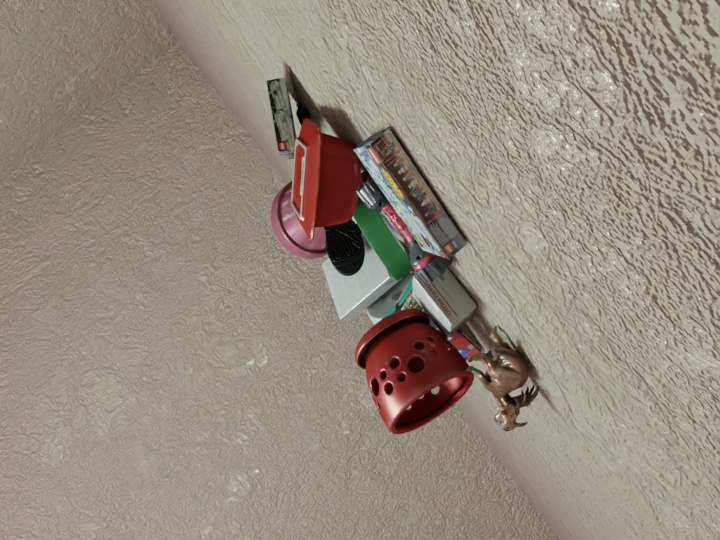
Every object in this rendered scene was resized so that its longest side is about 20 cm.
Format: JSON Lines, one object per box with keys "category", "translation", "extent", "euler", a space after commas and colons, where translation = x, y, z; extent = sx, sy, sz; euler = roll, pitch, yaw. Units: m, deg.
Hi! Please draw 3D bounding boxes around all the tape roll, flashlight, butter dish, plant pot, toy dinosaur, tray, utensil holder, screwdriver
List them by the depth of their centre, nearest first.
{"category": "flashlight", "translation": [0.071, -0.072, 1.054], "extent": [0.201, 0.068, 0.068], "euler": [49, -150, -7]}
{"category": "toy dinosaur", "translation": [0.262, 0.186, 1.098], "extent": [0.135, 0.086, 0.202], "euler": [39, 154, 24]}
{"category": "butter dish", "translation": [-0.047, -0.170, 1.169], "extent": [0.200, 0.144, 0.205], "euler": [-126, 40, -67]}
{"category": "tray", "translation": [0.085, -0.081, 1.183], "extent": [0.108, 0.022, 0.200], "euler": [53, 176, -17]}
{"category": "plant pot", "translation": [0.100, 0.191, 1.237], "extent": [0.184, 0.198, 0.201], "euler": [59, 180, 30]}
{"category": "tape roll", "translation": [0.040, -0.077, 1.279], "extent": [0.202, 0.048, 0.201], "euler": [56, -173, -10]}
{"category": "screwdriver", "translation": [-0.133, -0.357, 1.293], "extent": [0.029, 0.028, 0.201], "euler": [20, 162, 18]}
{"category": "utensil holder", "translation": [0.128, 0.132, 1.507], "extent": [0.202, 0.169, 0.170], "euler": [57, 174, -27]}
{"category": "plant pot", "translation": [-0.101, -0.148, 1.524], "extent": [0.201, 0.200, 0.178], "euler": [52, 149, -6]}

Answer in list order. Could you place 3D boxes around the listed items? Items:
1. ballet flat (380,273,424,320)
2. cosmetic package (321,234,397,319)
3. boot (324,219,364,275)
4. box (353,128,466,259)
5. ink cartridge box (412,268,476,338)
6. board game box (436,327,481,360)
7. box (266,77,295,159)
{"category": "ballet flat", "translation": [0.101, 0.090, 1.354], "extent": [0.063, 0.201, 0.076], "euler": [30, -156, -11]}
{"category": "cosmetic package", "translation": [0.000, 0.000, 1.455], "extent": [0.051, 0.200, 0.153], "euler": [0, -120, -43]}
{"category": "boot", "translation": [-0.027, -0.055, 1.323], "extent": [0.169, 0.075, 0.203], "euler": [57, -170, -63]}
{"category": "box", "translation": [0.071, -0.114, 0.938], "extent": [0.201, 0.040, 0.137], "euler": [54, 177, -13]}
{"category": "ink cartridge box", "translation": [0.157, 0.053, 1.182], "extent": [0.117, 0.066, 0.200], "euler": [52, 176, 12]}
{"category": "board game box", "translation": [0.169, 0.195, 1.423], "extent": [0.103, 0.199, 0.020], "euler": [41, -144, -12]}
{"category": "box", "translation": [-0.161, -0.312, 1.312], "extent": [0.200, 0.039, 0.140], "euler": [-127, 28, -84]}
